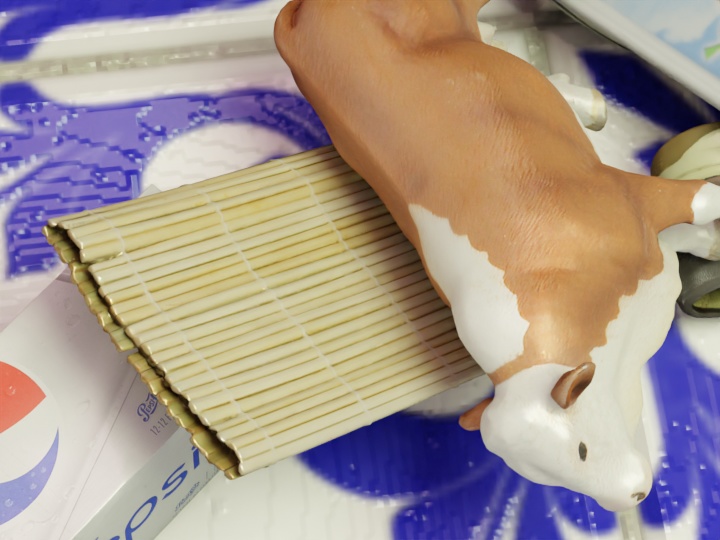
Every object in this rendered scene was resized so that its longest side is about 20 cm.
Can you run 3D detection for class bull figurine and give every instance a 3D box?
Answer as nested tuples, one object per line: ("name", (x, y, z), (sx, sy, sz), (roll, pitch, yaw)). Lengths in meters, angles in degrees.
("bull figurine", (0.053, -0.023, 0.740), (0.121, 0.065, 0.201), (-14, 57, -31))

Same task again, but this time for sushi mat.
("sushi mat", (0.000, 0.000, 0.750), (0.199, 0.012, 0.096), (-19, 64, -48))

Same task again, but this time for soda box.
("soda box", (-0.105, 0.071, 0.738), (0.063, 0.068, 0.200), (38, 69, 15))

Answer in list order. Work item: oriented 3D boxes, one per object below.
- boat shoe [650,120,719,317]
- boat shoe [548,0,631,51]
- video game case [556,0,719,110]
("boat shoe", (0.194, -0.011, 0.795), (0.198, 0.073, 0.065), (-2, 69, 7))
("boat shoe", (0.150, -0.100, 0.836), (0.199, 0.062, 0.075), (19, 67, 8))
("video game case", (0.169, -0.120, 0.757), (0.200, 0.022, 0.183), (39, 100, 35))
